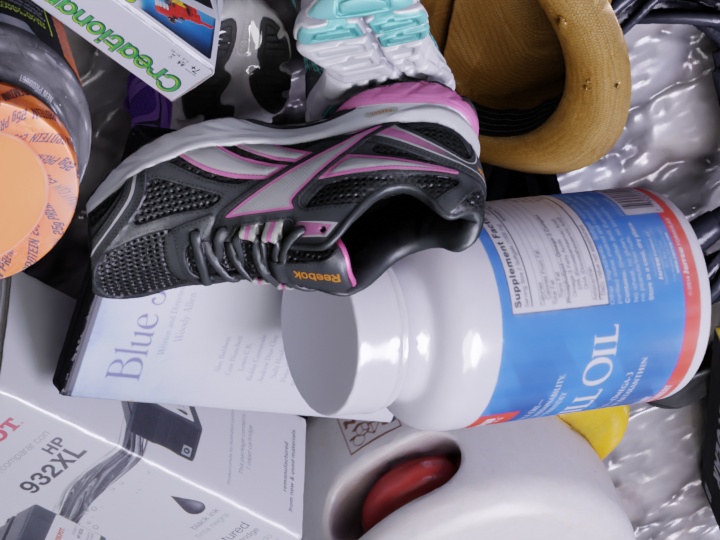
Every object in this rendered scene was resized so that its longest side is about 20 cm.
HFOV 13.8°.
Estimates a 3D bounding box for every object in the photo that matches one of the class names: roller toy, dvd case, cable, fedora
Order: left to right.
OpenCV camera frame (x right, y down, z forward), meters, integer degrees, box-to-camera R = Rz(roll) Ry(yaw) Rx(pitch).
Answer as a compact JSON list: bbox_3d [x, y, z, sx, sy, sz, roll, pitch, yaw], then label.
[{"bbox_3d":[-0.046,0.005,1.494,0.199,0.018,0.143,6,113,-32],"label":"dvd case"},{"bbox_3d":[0.049,0.138,1.637,0.182,0.140,0.200,1,132,-23],"label":"roller toy"},{"bbox_3d":[0.068,-0.139,1.476,0.082,0.200,0.201,-50,132,-30],"label":"fedora"},{"bbox_3d":[0.158,-0.065,1.571,0.163,0.051,0.201,18,109,-6],"label":"cable"}]

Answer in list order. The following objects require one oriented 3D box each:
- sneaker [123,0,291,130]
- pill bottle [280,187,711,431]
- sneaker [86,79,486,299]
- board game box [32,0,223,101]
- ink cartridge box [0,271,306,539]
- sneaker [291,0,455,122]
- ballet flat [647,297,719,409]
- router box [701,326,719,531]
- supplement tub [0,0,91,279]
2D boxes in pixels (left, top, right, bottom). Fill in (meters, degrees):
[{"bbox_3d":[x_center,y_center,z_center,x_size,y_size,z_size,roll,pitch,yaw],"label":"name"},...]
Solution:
[{"bbox_3d":[-0.087,-0.057,1.501,0.080,0.083,0.201,3,114,-32],"label":"sneaker"},{"bbox_3d":[0.066,0.021,1.485,0.199,0.112,0.113,-7,125,-28],"label":"pill bottle"},{"bbox_3d":[-0.034,-0.024,1.389,0.199,0.087,0.080,-20,137,3],"label":"sneaker"},{"bbox_3d":[-0.143,-0.182,1.378,0.035,0.127,0.200,-30,129,34],"label":"board game box"},{"bbox_3d":[-0.149,0.102,1.564,0.200,0.084,0.145,29,133,-30],"label":"ink cartridge box"},{"bbox_3d":[0.000,-0.129,1.421,0.077,0.092,0.200,-11,163,-3],"label":"sneaker"},{"bbox_3d":[0.231,0.011,1.644,0.200,0.068,0.068,-37,158,9],"label":"ballet flat"},{"bbox_3d":[0.275,0.076,1.670,0.157,0.052,0.200,-16,151,-6],"label":"router box"},{"bbox_3d":[-0.193,-0.087,1.382,0.122,0.200,0.123,-7,124,-11],"label":"supplement tub"}]
